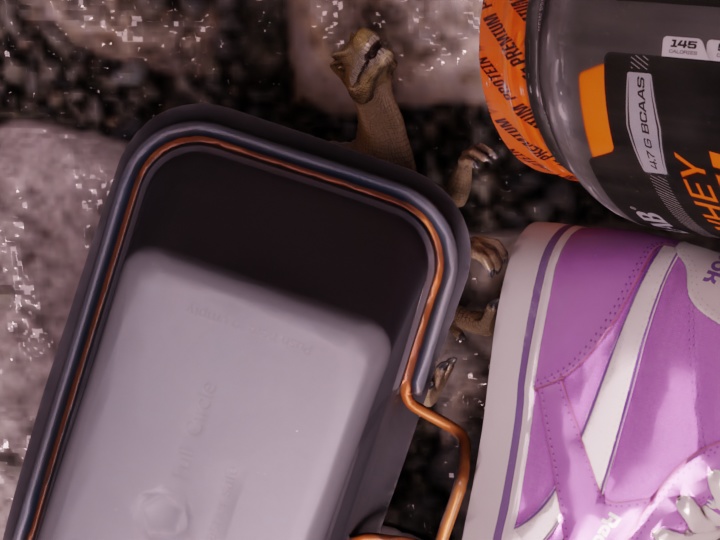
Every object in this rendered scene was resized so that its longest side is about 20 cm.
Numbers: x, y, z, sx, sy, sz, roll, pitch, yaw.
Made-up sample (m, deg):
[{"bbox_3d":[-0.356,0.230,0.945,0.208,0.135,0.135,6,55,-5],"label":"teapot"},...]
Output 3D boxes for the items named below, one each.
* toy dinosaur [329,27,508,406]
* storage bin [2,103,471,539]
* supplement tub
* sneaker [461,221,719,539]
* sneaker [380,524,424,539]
[{"bbox_3d":[0.000,0.000,0.842,0.101,0.058,0.200,34,125,14],"label":"toy dinosaur"},{"bbox_3d":[-0.040,0.066,0.740,0.145,0.134,0.200,19,104,-1],"label":"storage bin"},{"bbox_3d":[0.143,-0.066,0.715,0.200,0.123,0.123,10,115,41],"label":"supplement tub"},{"bbox_3d":[0.096,0.090,0.769,0.114,0.073,0.201,10,102,23],"label":"sneaker"},{"bbox_3d":[-0.039,0.127,0.867,0.200,0.080,0.074,20,110,-6],"label":"sneaker"}]
